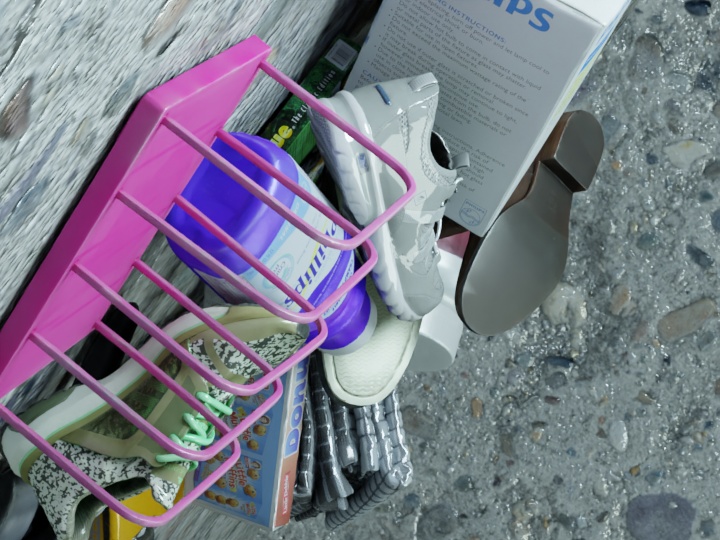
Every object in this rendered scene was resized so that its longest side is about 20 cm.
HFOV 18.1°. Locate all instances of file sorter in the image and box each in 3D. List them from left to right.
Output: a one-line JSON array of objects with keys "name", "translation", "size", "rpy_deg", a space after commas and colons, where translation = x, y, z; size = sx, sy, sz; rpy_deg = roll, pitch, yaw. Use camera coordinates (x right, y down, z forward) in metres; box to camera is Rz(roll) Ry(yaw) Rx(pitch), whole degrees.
[{"name": "file sorter", "translation": [-0.081, 0.009, 1.146], "size": [0.200, 0.125, 0.139], "rpy_deg": [-55, 174, 25]}]

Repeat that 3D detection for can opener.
[{"name": "can opener", "translation": [-0.169, 0.108, 1.375], "size": [0.200, 0.063, 0.079], "rpy_deg": [-54, 174, 20]}]

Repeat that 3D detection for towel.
[{"name": "towel", "translation": [-0.040, 0.082, 1.616], "size": [0.085, 0.201, 0.166], "rpy_deg": [-7, 168, -18]}]

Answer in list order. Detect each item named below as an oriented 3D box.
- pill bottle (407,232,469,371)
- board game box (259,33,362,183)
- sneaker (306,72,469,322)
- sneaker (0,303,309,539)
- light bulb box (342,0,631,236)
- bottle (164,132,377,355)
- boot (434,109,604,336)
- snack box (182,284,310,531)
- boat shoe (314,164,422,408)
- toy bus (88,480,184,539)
[{"name": "pill bottle", "translation": [0.053, -0.028, 1.803], "size": [0.110, 0.109, 0.200], "rpy_deg": [115, -10, -67]}, {"name": "board game box", "translation": [-0.040, -0.080, 1.474], "size": [0.105, 0.023, 0.200], "rpy_deg": [-51, 174, -12]}, {"name": "sneaker", "translation": [0.032, -0.039, 1.338], "size": [0.082, 0.075, 0.200], "rpy_deg": [-24, 147, -3]}, {"name": "sneaker", "translation": [-0.107, 0.092, 1.283], "size": [0.200, 0.089, 0.077], "rpy_deg": [-32, 152, 15]}, {"name": "light bulb box", "translation": [0.095, -0.167, 1.380], "size": [0.198, 0.125, 0.200], "rpy_deg": [-56, 175, -41]}, {"name": "bottle", "translation": [-0.044, -0.006, 1.312], "size": [0.084, 0.065, 0.200], "rpy_deg": [-61, 152, -12]}, {"name": "boot", "translation": [0.054, -0.023, 1.516], "size": [0.200, 0.064, 0.187], "rpy_deg": [-8, -140, 48]}, {"name": "snack box", "translation": [-0.069, 0.063, 1.442], "size": [0.024, 0.072, 0.201], "rpy_deg": [-24, 126, -58]}, {"name": "boat shoe", "translation": [0.000, 0.000, 1.472], "size": [0.068, 0.072, 0.200], "rpy_deg": [131, -35, -59]}, {"name": "toy bus", "translation": [-0.137, 0.109, 1.516], "size": [0.200, 0.078, 0.065], "rpy_deg": [-47, 150, -48]}]
